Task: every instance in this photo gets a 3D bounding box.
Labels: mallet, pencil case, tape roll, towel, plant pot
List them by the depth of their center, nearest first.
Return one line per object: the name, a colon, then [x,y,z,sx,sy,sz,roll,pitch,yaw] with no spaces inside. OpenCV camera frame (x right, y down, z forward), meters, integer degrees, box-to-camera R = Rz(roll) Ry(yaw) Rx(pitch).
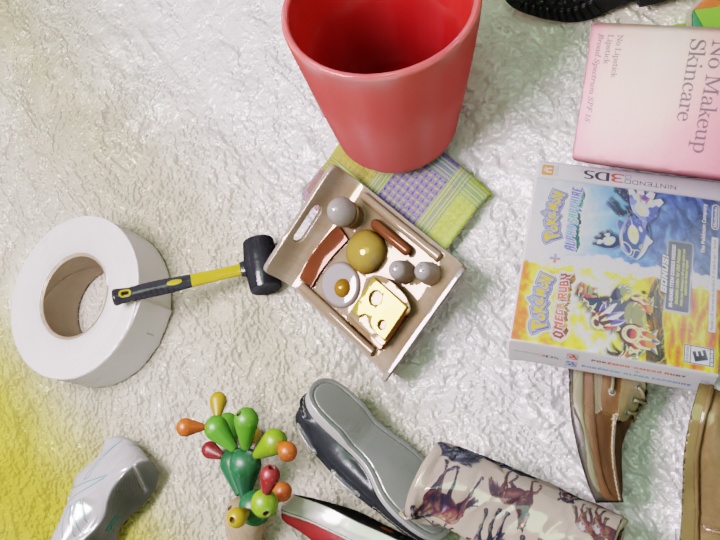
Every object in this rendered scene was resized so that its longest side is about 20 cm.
pencil case: [0.136,0.228,0.767,0.196,0.078,0.091,21,93,16]
plant pot: [0.029,-0.213,0.879,0.195,0.178,0.205,-4,59,6]
towel: [0.035,-0.090,0.949,0.199,0.023,0.145,40,92,26]
mallet: [-0.186,0.019,0.969,0.196,0.041,0.067,-20,73,-7]
tape roll: [-0.334,0.040,1.044,0.198,0.071,0.208,-7,72,21]

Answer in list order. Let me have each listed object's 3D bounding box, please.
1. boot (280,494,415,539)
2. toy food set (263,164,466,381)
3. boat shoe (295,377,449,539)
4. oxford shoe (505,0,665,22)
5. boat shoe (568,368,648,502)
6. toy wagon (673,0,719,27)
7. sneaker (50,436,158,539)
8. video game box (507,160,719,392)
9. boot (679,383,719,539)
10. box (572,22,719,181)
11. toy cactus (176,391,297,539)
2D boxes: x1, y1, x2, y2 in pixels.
boot: [-0.012,0.318,0.830,0.196,0.072,0.147,20,85,23]
toy food set: [0.000,0.000,0.897,0.199,0.060,0.145,40,100,27]
boat shoe: [0.011,0.199,0.858,0.201,0.075,0.061,49,134,17]
oxford shoe: [0.251,-0.323,0.904,0.195,0.073,0.086,-2,58,21]
boat shoe: [0.230,0.109,0.781,0.072,0.076,0.205,-8,72,15]
toy wagon: [0.378,-0.225,0.829,0.195,0.039,0.159,-1,75,23]
sneaker: [-0.313,0.285,0.976,0.080,0.070,0.202,36,88,42]
video game box: [0.238,-0.002,0.777,0.178,0.047,0.204,7,61,15]
boot: [0.367,0.186,0.683,0.196,0.066,0.179,5,113,26]
box: [0.310,-0.150,0.769,0.197,0.108,0.131,13,101,32]
toy cactus: [-0.127,0.227,0.875,0.199,0.100,0.169,24,116,55]
